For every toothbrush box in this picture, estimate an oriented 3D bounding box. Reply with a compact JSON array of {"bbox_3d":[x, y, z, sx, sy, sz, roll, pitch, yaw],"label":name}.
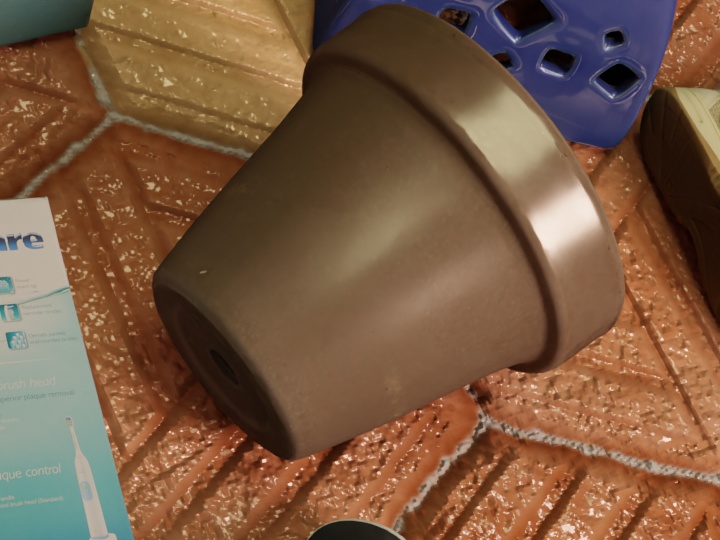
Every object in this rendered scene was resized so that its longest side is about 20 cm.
[{"bbox_3d":[-0.166,0.090,0.838,0.085,0.146,0.200,-4,62,-26],"label":"toothbrush box"}]

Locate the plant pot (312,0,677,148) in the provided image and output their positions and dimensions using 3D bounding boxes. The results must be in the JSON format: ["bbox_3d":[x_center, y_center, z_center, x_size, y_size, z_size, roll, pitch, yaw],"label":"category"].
[{"bbox_3d":[0.097,-0.217,1.129,0.200,0.180,0.200,16,53,-13],"label":"plant pot"}]

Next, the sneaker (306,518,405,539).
[{"bbox_3d":[-0.001,0.158,0.863,0.072,0.083,0.200,-12,30,4],"label":"sneaker"}]

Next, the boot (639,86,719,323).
[{"bbox_3d":[0.267,-0.029,1.149,0.155,0.073,0.200,-8,58,-24],"label":"boot"}]

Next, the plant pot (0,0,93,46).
[{"bbox_3d":[-0.249,-0.186,0.992,0.200,0.141,0.141,-22,70,-25],"label":"plant pot"}]

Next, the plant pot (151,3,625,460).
[{"bbox_3d":[0.000,0.000,0.962,0.175,0.200,0.200,-38,79,-18],"label":"plant pot"}]
